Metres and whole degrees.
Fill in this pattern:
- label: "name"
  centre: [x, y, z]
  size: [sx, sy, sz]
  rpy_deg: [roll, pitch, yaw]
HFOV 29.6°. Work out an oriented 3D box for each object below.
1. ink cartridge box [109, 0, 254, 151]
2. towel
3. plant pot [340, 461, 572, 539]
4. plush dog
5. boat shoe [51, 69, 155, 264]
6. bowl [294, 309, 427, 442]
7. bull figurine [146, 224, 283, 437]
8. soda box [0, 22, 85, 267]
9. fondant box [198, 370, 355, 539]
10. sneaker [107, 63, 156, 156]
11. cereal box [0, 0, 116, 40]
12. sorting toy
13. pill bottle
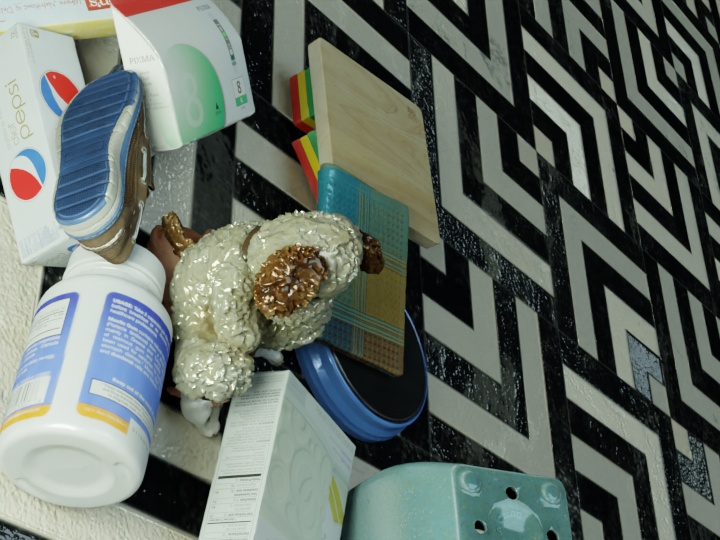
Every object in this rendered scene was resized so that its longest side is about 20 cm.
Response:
- label: "ink cartridge box"
  centre: [-0.164, -0.222, 1.236]
  size: [0.161, 0.050, 0.200]
  rpy_deg: [-40, 125, -63]
- label: "towel"
  centre: [0.000, 0.000, 1.437]
  size: [0.147, 0.022, 0.200]
  rpy_deg: [28, 57, -45]
- label: "plant pot"
  centre: [0.096, 0.275, 1.241]
  size: [0.196, 0.200, 0.196]
  rpy_deg: [11, 54, -20]
- label: "plush dog"
  centre: [-0.072, 0.001, 1.143]
  size: [0.200, 0.172, 0.161]
  rpy_deg: [-34, 102, -59]
- label: "boat shoe"
  centre: [-0.208, -0.084, 1.120]
  size: [0.200, 0.072, 0.072]
  rpy_deg: [-87, 157, -44]
- label: "bowl"
  centre: [0.004, 0.084, 1.466]
  size: [0.201, 0.039, 0.201]
  rpy_deg: [37, 39, -38]
- label: "bull figurine"
  centre: [-0.138, 0.050, 1.248]
  size: [0.121, 0.065, 0.200]
  rpy_deg: [3, 68, -62]
- label: "soda box"
  centre: [-0.267, -0.106, 1.163]
  size: [0.068, 0.064, 0.200]
  rpy_deg: [5, 64, -56]
- label: "fondant box"
  centre: [-0.071, 0.209, 1.180]
  size: [0.144, 0.058, 0.200]
  rpy_deg: [54, 38, -46]
- label: "sneaker"
  centre: [-0.196, -0.158, 1.273]
  size: [0.200, 0.074, 0.081]
  rpy_deg: [-51, 151, -59]
- label: "cereal box"
  centre: [-0.296, -0.299, 1.220]
  size: [0.144, 0.040, 0.200]
  rpy_deg: [-11, 76, -25]
- label: "sorting toy"
  centre: [-0.003, -0.136, 1.591]
  size: [0.200, 0.070, 0.199]
  rpy_deg: [29, 45, -46]
- label: "pill bottle"
  centre: [-0.209, 0.075, 1.071]
  size: [0.112, 0.112, 0.200]
  rpy_deg: [42, 37, -33]
